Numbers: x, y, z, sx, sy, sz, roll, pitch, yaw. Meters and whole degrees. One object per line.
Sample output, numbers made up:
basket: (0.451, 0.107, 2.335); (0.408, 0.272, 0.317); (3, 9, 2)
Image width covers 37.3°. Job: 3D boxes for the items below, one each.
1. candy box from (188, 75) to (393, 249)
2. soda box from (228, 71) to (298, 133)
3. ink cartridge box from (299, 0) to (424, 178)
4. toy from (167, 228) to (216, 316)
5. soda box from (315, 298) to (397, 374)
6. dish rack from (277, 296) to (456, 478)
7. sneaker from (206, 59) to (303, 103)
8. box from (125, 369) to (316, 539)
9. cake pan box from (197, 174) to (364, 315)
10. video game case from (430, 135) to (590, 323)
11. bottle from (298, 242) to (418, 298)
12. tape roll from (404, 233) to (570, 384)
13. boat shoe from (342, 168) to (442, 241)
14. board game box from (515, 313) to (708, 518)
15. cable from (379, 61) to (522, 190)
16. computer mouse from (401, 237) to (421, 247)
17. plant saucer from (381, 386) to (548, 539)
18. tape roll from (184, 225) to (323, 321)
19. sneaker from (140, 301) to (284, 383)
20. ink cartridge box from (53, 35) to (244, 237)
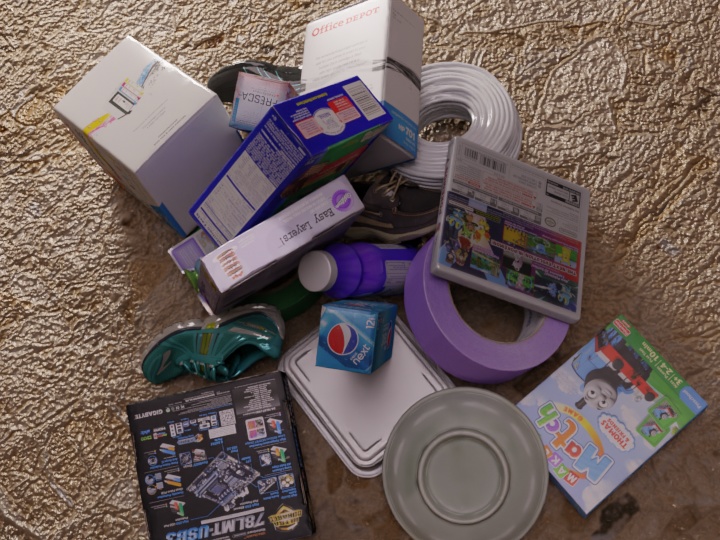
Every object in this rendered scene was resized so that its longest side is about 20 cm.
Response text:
candy box: (-0.081, -0.120, 1.236); (0.077, 0.200, 0.169); (52, 41, 6)
soda box: (-0.119, -0.203, 1.342); (0.063, 0.200, 0.069); (12, 95, 0)
ink cartridge box: (-0.001, -0.231, 1.359); (0.145, 0.086, 0.202); (-11, 63, 38)
toy: (-0.137, -0.042, 1.356); (0.199, 0.047, 0.116); (-35, 71, -7)
soda box: (-0.001, 0.072, 1.218); (0.063, 0.200, 0.069); (7, 92, 8)
dish rack: (0.007, 0.135, 1.328); (0.171, 0.044, 0.200); (-37, 71, -9)
sneaker: (-0.116, -0.241, 1.466); (0.197, 0.075, 0.080); (-1, 71, 6)
box: (-0.168, 0.238, 1.284); (0.198, 0.050, 0.201); (-13, 83, 2)
cake pan box: (-0.094, -0.027, 1.238); (0.199, 0.184, 0.053); (-32, 89, -12)
video game case: (0.185, -0.049, 1.288); (0.198, 0.023, 0.184); (20, 63, -18)
bottle: (0.000, 0.000, 1.294); (0.083, 0.199, 0.066); (-9, 86, 31)
tape roll: (0.155, 0.033, 1.298); (0.198, 0.066, 0.202); (8, 67, -19)
boat shoe: (0.035, -0.083, 1.341); (0.198, 0.074, 0.075); (-3, 31, 40)
board game box: (0.293, 0.173, 1.287); (0.199, 0.037, 0.151); (-39, 71, -8)
cable: (0.113, -0.181, 1.394); (0.199, 0.069, 0.200); (33, 68, 29)
computer mouse: (0.148, -0.087, 1.399); (0.197, 0.044, 0.111); (-4, 64, 11)
plant saucer: (0.121, 0.238, 1.245); (0.198, 0.050, 0.203); (-1, 86, 8)
tape roll: (-0.130, -0.030, 1.401); (0.198, 0.048, 0.203); (-2, 69, 5)
sneaker: (-0.186, 0.102, 1.322); (0.198, 0.078, 0.080); (-20, 56, 16)
ink cartridge box: (-0.267, -0.176, 1.392); (0.145, 0.148, 0.199); (-46, 55, -12)
